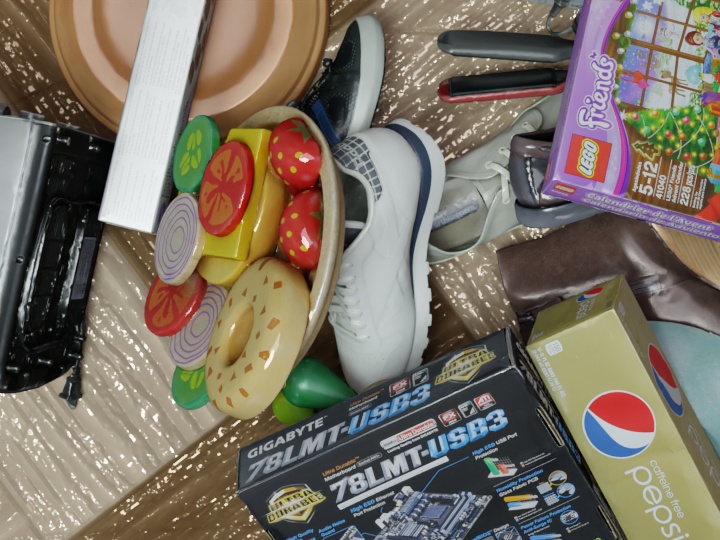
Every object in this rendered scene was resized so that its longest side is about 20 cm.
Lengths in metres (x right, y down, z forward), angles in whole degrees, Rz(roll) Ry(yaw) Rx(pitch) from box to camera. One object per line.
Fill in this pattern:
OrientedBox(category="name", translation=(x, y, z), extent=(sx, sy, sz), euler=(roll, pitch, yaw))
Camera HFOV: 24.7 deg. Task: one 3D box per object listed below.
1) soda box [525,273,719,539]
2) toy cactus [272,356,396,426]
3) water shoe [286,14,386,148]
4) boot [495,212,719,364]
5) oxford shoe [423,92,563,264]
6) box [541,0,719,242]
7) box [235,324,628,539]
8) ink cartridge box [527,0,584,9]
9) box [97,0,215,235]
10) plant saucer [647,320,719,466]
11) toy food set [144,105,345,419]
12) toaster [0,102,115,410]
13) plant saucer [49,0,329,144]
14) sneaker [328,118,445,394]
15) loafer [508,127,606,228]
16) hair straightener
OrientedBox(category="soda box", translation=(0.180, 0.110, 1.038), extent=(0.064, 0.068, 0.201), euler=(-26, 101, 21))
OrientedBox(category="toy cactus", translation=(-0.012, 0.109, 1.095), extent=(0.164, 0.102, 0.201), euler=(-28, 100, 40))
OrientedBox(category="water shoe", translation=(-0.040, -0.083, 1.119), extent=(0.078, 0.072, 0.202), euler=(17, 92, -7))
OrientedBox(category="boot", translation=(0.200, 0.044, 1.126), extent=(0.165, 0.072, 0.202), euler=(-24, 88, 10))
OrientedBox(category="oxford shoe", translation=(0.109, -0.067, 1.125), extent=(0.199, 0.058, 0.076), euler=(-30, 85, 0))
OrientedBox(category="box", translation=(0.204, -0.128, 1.056), extent=(0.136, 0.039, 0.202), euler=(14, 76, -3))
OrientedBox(category="box", translation=(0.052, 0.156, 1.052), extent=(0.199, 0.050, 0.199), euler=(-27, 119, 13))
OrientedBox(category="ink cartridge box", translation=(0.095, -0.274, 1.131), extent=(0.198, 0.050, 0.164), euler=(11, 92, 7))
OrientedBox(category="box", translation=(-0.133, -0.126, 1.106), extent=(0.041, 0.039, 0.202), euler=(12, 92, 4))
OrientedBox(category="plant saucer", translation=(0.195, 0.135, 1.100), extent=(0.199, 0.039, 0.203), euler=(5, 110, 14))
OrientedBox(category="toy food set", translation=(-0.077, -0.008, 1.041), extent=(0.048, 0.197, 0.202), euler=(13, 87, -33))
OrientedBox(category="toaster", translation=(-0.243, -0.010, 1.083), extent=(0.117, 0.181, 0.202), euler=(13, 92, 7))
OrientedBox(category="plant saucer", translation=(-0.121, -0.181, 1.143), extent=(0.198, 0.037, 0.202), euler=(0, 92, 3))
OrientedBox(category="sneaker", translation=(0.000, 0.000, 1.090), extent=(0.076, 0.080, 0.202), euler=(22, 121, 37))
OrientedBox(category="loafer", translation=(0.189, -0.088, 1.091), extent=(0.198, 0.072, 0.064), euler=(-22, 109, -15))
OrientedBox(category="hair straightener", translation=(0.148, -0.155, 1.097), extent=(0.198, 0.041, 0.078), euler=(-1, 118, 8))
